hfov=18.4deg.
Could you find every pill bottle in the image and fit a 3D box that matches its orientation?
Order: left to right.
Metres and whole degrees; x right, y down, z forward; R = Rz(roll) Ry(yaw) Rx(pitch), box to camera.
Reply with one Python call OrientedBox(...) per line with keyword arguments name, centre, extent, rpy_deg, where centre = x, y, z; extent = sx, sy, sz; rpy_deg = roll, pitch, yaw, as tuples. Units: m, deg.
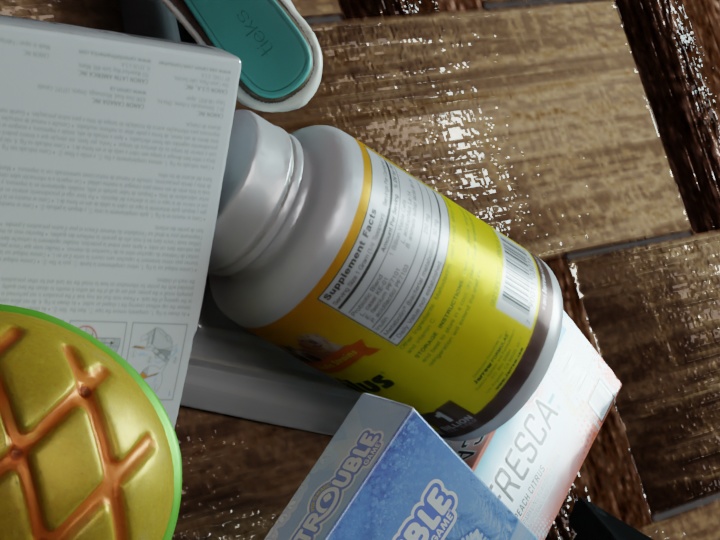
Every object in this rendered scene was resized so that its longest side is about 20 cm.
OrientedBox(name="pill bottle", centre=(0.000, 0.000, 1.124), extent=(0.199, 0.109, 0.110), rpy_deg=(31, 54, -29))

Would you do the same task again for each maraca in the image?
OrientedBox(name="maraca", centre=(-0.168, 0.075, 0.900), extent=(0.199, 0.107, 0.138), rpy_deg=(18, 68, -14))

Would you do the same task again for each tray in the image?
OrientedBox(name="tray", centre=(-0.043, 0.026, 1.167), extent=(0.199, 0.022, 0.108), rpy_deg=(14, 63, -38))

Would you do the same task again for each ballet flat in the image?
OrientedBox(name="ballet flat", centre=(-0.085, -0.162, 1.117), extent=(0.069, 0.069, 0.201), rpy_deg=(-29, 84, -45))

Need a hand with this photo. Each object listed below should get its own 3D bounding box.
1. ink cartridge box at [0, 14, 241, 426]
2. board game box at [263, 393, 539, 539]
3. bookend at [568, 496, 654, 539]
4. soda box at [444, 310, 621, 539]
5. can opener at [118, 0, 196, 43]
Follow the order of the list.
OrientedBox(name="ink cartridge box", centre=(-0.141, -0.010, 1.004), extent=(0.159, 0.047, 0.202), rpy_deg=(3, 101, -45))
OrientedBox(name="board game box", centre=(0.014, 0.197, 1.057), extent=(0.199, 0.043, 0.201), rpy_deg=(46, 70, -33))
OrientedBox(name="bookend", centre=(0.128, 0.260, 1.160), extent=(0.092, 0.199, 0.201), rpy_deg=(31, 98, -29))
OrientedBox(name="soda box", centre=(0.067, 0.112, 1.198), extent=(0.064, 0.068, 0.200), rpy_deg=(50, 47, -18))
OrientedBox(name="can opener", centre=(-0.098, -0.173, 1.167), extent=(0.053, 0.067, 0.202), rpy_deg=(-1, 73, -41))
